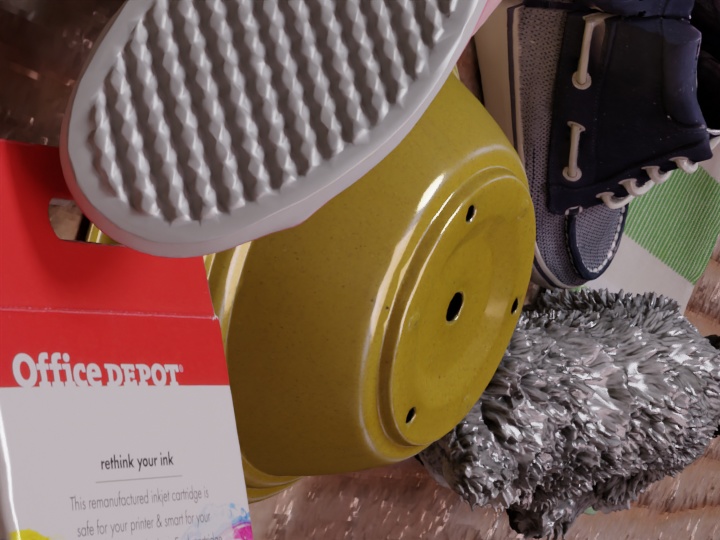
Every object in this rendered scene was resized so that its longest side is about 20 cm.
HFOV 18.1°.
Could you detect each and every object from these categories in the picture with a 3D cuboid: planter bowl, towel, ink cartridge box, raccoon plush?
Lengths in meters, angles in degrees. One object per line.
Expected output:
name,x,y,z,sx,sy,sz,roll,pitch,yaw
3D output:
planter bowl,0.000,0.000,0.725,0.200,0.083,0.201,-45,147,-41
towel,0.119,0.013,1.045,0.201,0.023,0.152,-67,154,-2
ink cartridge box,-0.082,0.073,0.580,0.116,0.067,0.201,6,72,-64
raccoon plush,0.103,0.033,0.869,0.199,0.097,0.134,-26,167,7

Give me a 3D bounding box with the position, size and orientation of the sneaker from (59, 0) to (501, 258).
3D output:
sneaker,-0.009,-0.067,0.619,0.200,0.075,0.105,-51,179,-24

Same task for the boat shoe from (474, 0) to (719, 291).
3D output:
boat shoe,0.102,-0.049,0.877,0.075,0.092,0.200,-56,152,-25
